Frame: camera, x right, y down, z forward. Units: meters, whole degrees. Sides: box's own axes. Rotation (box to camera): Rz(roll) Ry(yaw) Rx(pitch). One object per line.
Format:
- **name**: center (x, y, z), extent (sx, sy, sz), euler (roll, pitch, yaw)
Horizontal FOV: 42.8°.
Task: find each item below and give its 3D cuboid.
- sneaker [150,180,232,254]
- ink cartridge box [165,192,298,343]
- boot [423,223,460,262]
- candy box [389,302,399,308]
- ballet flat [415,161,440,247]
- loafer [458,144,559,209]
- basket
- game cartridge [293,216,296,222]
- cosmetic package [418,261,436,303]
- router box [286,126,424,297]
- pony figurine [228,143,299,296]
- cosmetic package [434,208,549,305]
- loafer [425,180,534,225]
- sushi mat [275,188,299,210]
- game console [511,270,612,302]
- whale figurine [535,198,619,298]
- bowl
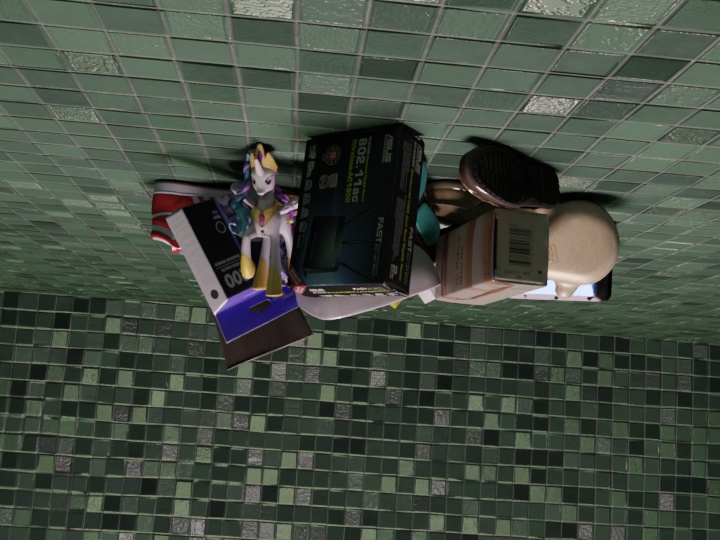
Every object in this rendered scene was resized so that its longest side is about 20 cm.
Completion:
- **sneaker**: center (-0.241, -0.075, 1.478), extent (0.197, 0.114, 0.071), euler (7, 172, 1)
- **ink cartridge box**: center (-0.170, -0.017, 1.364), extent (0.043, 0.202, 0.198), euler (-25, -178, 35)
- **boot**: center (0.112, -0.029, 1.613), extent (0.150, 0.074, 0.199), euler (-18, 173, -39)
- **candy box**: center (-0.012, -0.020, 1.570), extent (0.199, 0.026, 0.102), euler (37, 164, 19)
- **ballet flat**: center (0.063, -0.100, 1.299), extent (0.075, 0.068, 0.201), euler (26, 161, 25)
- **loafer**: center (0.186, -0.111, 1.206), extent (0.070, 0.074, 0.199), euler (-5, 167, 42)
- **basket**: center (-0.178, 0.037, 1.466), extent (0.135, 0.202, 0.180), euler (-23, 177, 25)
- **game cartridge**: center (-0.156, -0.030, 1.608), extent (0.040, 0.135, 0.199), euler (7, 172, -33)
- **cosmetic package**: center (0.176, -0.026, 1.471), extent (0.199, 0.051, 0.083), euler (-36, 177, -11)
- **router box**: center (-0.006, -0.068, 1.137), extent (0.148, 0.203, 0.062), euler (-3, 165, 35)
- **pony figurine**: center (-0.118, -0.074, 1.300), extent (0.164, 0.203, 0.193), euler (1, -175, 13)
- **cosmetic package**: center (0.181, -0.015, 1.299), extent (0.086, 0.105, 0.200), euler (6, 168, -16)
- **loafer**: center (0.164, -0.092, 1.363), extent (0.197, 0.068, 0.076), euler (1, 171, 17)
- **sushi mat**: center (-0.129, -0.111, 1.553), extent (0.095, 0.012, 0.200), euler (7, 171, -24)
- **game console**: center (0.348, -0.015, 1.630), extent (0.197, 0.118, 0.176), euler (1, 171, 13)
- **whale figurine**: center (0.297, -0.036, 1.419), extent (0.198, 0.161, 0.104), euler (-16, -170, 14)
- **bowl**: center (0.000, 0.000, 1.368), extent (0.198, 0.076, 0.199), euler (-18, -167, -15)
